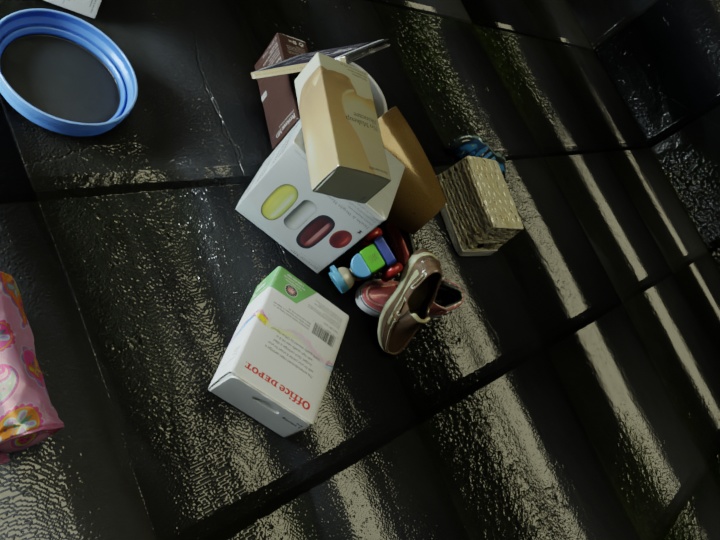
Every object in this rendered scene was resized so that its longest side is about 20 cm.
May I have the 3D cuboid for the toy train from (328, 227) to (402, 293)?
[{"bbox_3d":[0.000,0.000,1.067,0.115,0.200,0.085,-31,86,-7],"label":"toy train"}]

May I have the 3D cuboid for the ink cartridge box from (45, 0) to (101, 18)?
[{"bbox_3d":[-0.504,-0.507,0.922,0.198,0.084,0.148,9,59,-37],"label":"ink cartridge box"}]

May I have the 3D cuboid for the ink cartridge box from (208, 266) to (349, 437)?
[{"bbox_3d":[-0.116,0.121,0.888,0.144,0.084,0.202,37,46,-19],"label":"ink cartridge box"}]

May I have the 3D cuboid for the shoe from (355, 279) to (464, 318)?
[{"bbox_3d":[0.094,0.046,1.099,0.197,0.091,0.073,8,68,-27],"label":"shoe"}]

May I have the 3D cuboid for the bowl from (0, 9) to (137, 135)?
[{"bbox_3d":[-0.433,-0.288,0.874,0.198,0.039,0.204,22,52,-31],"label":"bowl"}]

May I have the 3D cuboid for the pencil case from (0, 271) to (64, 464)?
[{"bbox_3d":[-0.397,0.103,0.652,0.087,0.087,0.203,-13,75,-45],"label":"pencil case"}]

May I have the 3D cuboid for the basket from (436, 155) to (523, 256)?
[{"bbox_3d":[0.271,-0.149,1.370,0.134,0.123,0.203,-2,67,-41],"label":"basket"}]

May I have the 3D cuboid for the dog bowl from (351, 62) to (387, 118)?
[{"bbox_3d":[-0.024,-0.370,1.288,0.198,0.058,0.203,22,52,-30],"label":"dog bowl"}]

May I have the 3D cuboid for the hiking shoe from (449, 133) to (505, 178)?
[{"bbox_3d":[0.310,-0.282,1.521,0.198,0.074,0.088,16,54,-34],"label":"hiking shoe"}]

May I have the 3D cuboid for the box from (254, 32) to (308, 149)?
[{"bbox_3d":[-0.137,-0.336,1.137,0.074,0.100,0.203,2,63,-40],"label":"box"}]

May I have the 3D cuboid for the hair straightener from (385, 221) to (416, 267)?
[{"bbox_3d":[0.117,-0.015,1.211,0.076,0.041,0.203,-11,74,-44],"label":"hair straightener"}]

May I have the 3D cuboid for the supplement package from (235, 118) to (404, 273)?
[{"bbox_3d":[-0.068,-0.140,1.006,0.190,0.199,0.148,37,46,-17],"label":"supplement package"}]

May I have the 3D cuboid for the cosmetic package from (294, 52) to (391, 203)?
[{"bbox_3d":[-0.028,-0.210,0.886,0.104,0.071,0.203,7,61,-39],"label":"cosmetic package"}]

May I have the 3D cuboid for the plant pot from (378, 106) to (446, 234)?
[{"bbox_3d":[0.067,-0.174,1.150,0.200,0.186,0.187,48,43,-4],"label":"plant pot"}]

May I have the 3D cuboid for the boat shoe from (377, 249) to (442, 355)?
[{"bbox_3d":[0.085,0.069,1.019,0.074,0.205,0.075,4,28,-25],"label":"boat shoe"}]

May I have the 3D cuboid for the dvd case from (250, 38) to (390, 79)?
[{"bbox_3d":[-0.067,-0.360,1.013,0.149,0.197,0.016,-43,127,-47],"label":"dvd case"}]
